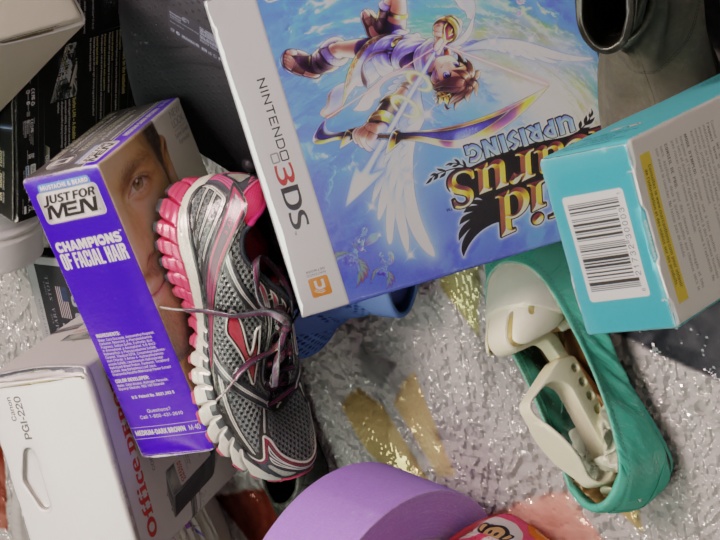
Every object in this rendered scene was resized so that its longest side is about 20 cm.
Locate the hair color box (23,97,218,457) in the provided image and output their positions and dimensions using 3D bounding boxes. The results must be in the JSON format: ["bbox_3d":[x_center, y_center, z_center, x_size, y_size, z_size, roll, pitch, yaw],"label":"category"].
[{"bbox_3d":[-0.128,0.005,1.030,0.064,0.109,0.201,-10,113,28],"label":"hair color box"}]

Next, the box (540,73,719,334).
[{"bbox_3d":[0.166,-0.043,0.736,0.049,0.199,0.083,-8,103,45],"label":"box"}]

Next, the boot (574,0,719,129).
[{"bbox_3d":[0.129,-0.115,0.772,0.067,0.130,0.202,1,103,25],"label":"boot"}]

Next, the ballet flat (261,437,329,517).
[{"bbox_3d":[-0.069,0.112,1.155,0.066,0.057,0.202,-6,103,48],"label":"ballet flat"}]

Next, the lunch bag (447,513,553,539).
[{"bbox_3d":[0.058,0.264,0.989,0.082,0.199,0.178,21,124,39],"label":"lunch bag"}]

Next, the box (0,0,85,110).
[{"bbox_3d":[-0.258,-0.136,0.975,0.200,0.077,0.095,-34,83,48],"label":"box"}]

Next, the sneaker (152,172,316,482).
[{"bbox_3d":[-0.066,0.039,0.992,0.074,0.081,0.201,-5,110,32],"label":"sneaker"}]

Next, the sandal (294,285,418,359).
[{"bbox_3d":[0.000,0.000,1.022,0.087,0.079,0.200,48,137,14],"label":"sandal"}]

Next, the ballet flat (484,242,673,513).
[{"bbox_3d":[0.113,0.051,0.932,0.067,0.070,0.201,-32,84,48],"label":"ballet flat"}]

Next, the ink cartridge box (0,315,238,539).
[{"bbox_3d":[-0.158,0.101,1.113,0.084,0.200,0.147,-8,105,25],"label":"ink cartridge box"}]

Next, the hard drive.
[{"bbox_3d":[-0.086,-0.129,1.003,0.134,0.042,0.200,31,157,10],"label":"hard drive"}]

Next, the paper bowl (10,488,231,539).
[{"bbox_3d":[-0.180,0.221,1.283,0.200,0.104,0.202,23,125,37],"label":"paper bowl"}]

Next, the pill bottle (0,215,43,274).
[{"bbox_3d":[-0.301,-0.104,1.247,0.119,0.119,0.202,20,122,39],"label":"pill bottle"}]

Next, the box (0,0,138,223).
[{"bbox_3d":[-0.195,-0.157,1.082,0.086,0.163,0.201,28,127,33],"label":"box"}]

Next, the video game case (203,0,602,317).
[{"bbox_3d":[0.036,-0.089,0.877,0.198,0.045,0.183,-17,99,6],"label":"video game case"}]

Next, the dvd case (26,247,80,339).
[{"bbox_3d":[-0.187,0.060,1.277,0.199,0.025,0.152,5,111,43],"label":"dvd case"}]

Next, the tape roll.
[{"bbox_3d":[0.007,0.228,1.024,0.065,0.199,0.202,14,118,41],"label":"tape roll"}]
